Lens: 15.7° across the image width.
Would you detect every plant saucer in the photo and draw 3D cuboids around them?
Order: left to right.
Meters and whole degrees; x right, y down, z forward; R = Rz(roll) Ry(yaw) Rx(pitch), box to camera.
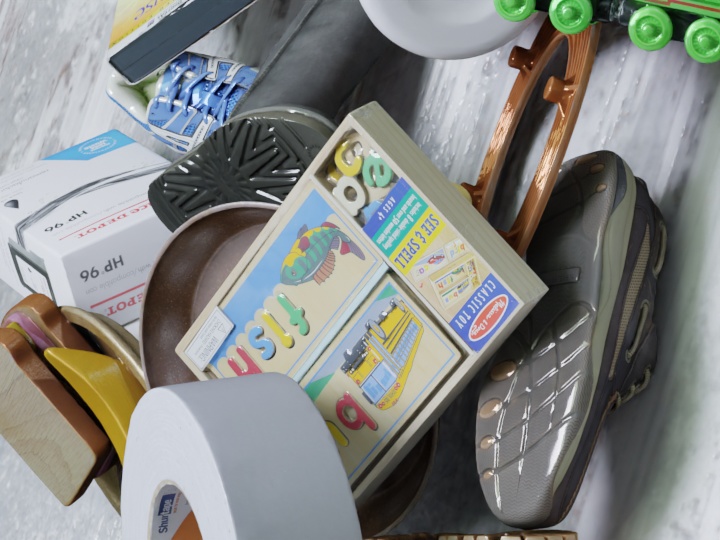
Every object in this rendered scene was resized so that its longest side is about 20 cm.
[{"bbox_3d":[-0.033,0.054,1.415,0.200,0.034,0.201,14,115,32],"label":"plant saucer"}]

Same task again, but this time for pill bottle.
[{"bbox_3d":[0.042,-0.198,1.474,0.112,0.112,0.200,-59,15,15],"label":"pill bottle"}]

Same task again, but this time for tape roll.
[{"bbox_3d":[-0.062,0.154,1.322,0.200,0.066,0.201,174,90,-68],"label":"tape roll"}]

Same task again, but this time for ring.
[{"bbox_3d":[0.082,-0.066,1.389,0.200,0.019,0.201,-161,90,-81],"label":"ring"}]

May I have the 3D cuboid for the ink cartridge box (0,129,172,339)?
[{"bbox_3d":[-0.158,-0.019,1.677,0.200,0.116,0.068,30,140,55],"label":"ink cartridge box"}]

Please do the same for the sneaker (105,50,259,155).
[{"bbox_3d":[-0.092,-0.099,1.672,0.200,0.077,0.076,9,79,53],"label":"sneaker"}]

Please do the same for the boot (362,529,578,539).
[{"bbox_3d":[0.043,0.187,1.348,0.200,0.075,0.108,-7,86,62],"label":"boot"}]

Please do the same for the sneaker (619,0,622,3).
[{"bbox_3d":[0.136,-0.200,1.429,0.073,0.072,0.200,97,158,-50],"label":"sneaker"}]

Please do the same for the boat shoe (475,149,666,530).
[{"bbox_3d":[0.118,0.040,1.316,0.074,0.073,0.201,-4,64,51],"label":"boat shoe"}]

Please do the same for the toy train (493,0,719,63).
[{"bbox_3d":[0.158,-0.135,1.280,0.199,0.042,0.057,13,109,17],"label":"toy train"}]

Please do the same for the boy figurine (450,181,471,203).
[{"bbox_3d":[0.000,0.000,1.455,0.200,0.064,0.125,124,149,-50],"label":"boy figurine"}]

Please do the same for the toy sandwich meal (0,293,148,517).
[{"bbox_3d":[-0.160,0.106,1.578,0.205,0.070,0.205,43,150,32],"label":"toy sandwich meal"}]

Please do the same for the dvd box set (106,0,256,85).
[{"bbox_3d":[-0.097,-0.222,1.710,0.146,0.029,0.200,-32,31,26],"label":"dvd box set"}]

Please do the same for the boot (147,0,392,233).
[{"bbox_3d":[-0.021,-0.108,1.517,0.182,0.073,0.200,-11,27,50],"label":"boot"}]

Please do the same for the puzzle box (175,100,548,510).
[{"bbox_3d":[-0.004,0.027,1.344,0.133,0.025,0.200,47,129,12],"label":"puzzle box"}]
